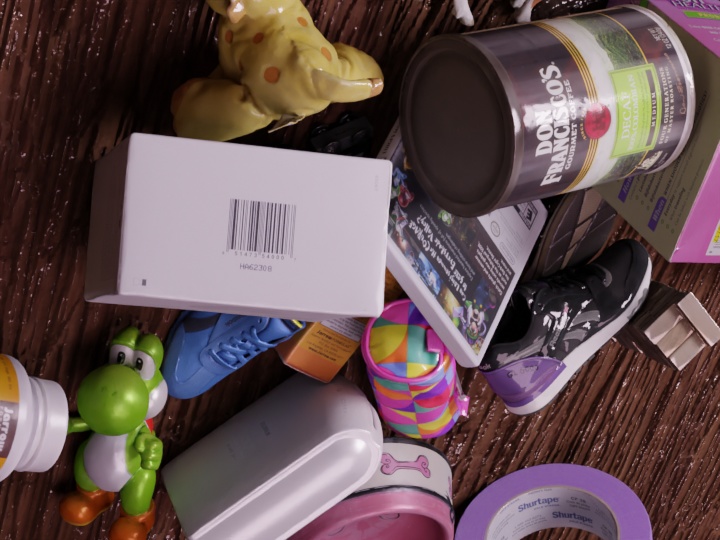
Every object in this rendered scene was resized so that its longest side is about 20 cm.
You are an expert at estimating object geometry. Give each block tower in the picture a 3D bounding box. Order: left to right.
[{"bbox_3d":[0.267,0.044,1.748,0.058,0.200,0.054,-43,104,-6],"label":"block tower"}]

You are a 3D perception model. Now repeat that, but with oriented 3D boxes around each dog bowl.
[{"bbox_3d":[0.002,0.247,1.787,0.199,0.074,0.201,-11,142,-9],"label":"dog bowl"}]

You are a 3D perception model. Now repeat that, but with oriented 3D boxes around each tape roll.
[{"bbox_3d":[0.197,0.290,1.880,0.199,0.200,0.066,-25,132,-12],"label":"tape roll"}]

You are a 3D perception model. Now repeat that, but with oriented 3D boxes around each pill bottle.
[{"bbox_3d":[-0.343,0.114,1.506,0.199,0.109,0.110,12,116,-35],"label":"pill bottle"}]

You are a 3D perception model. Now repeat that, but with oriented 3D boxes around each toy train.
[{"bbox_3d":[-0.079,-0.078,1.570,0.199,0.034,0.046,-23,142,-14],"label":"toy train"}]

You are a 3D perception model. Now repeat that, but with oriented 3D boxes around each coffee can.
[{"bbox_3d":[0.153,-0.134,1.522,0.199,0.146,0.147,-15,130,-34],"label":"coffee can"}]

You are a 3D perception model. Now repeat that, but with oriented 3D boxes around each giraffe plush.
[{"bbox_3d":[-0.079,-0.193,1.419,0.172,0.200,0.163,-18,98,-5],"label":"giraffe plush"}]

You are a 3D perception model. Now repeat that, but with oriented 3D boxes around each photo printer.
[{"bbox_3d":[-0.075,0.173,1.667,0.200,0.166,0.070,-35,113,-2],"label":"photo printer"}]

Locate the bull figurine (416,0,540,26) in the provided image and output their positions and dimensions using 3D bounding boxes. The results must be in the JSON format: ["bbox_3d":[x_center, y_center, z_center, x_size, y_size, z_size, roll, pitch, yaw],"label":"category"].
[{"bbox_3d":[0.132,-0.263,1.530,0.199,0.065,0.122,3,123,-32],"label":"bull figurine"}]

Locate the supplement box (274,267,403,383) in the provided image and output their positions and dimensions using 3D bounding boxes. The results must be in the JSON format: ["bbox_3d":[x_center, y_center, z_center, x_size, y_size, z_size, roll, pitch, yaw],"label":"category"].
[{"bbox_3d":[0.000,0.000,1.647,0.069,0.067,0.200,26,108,-40],"label":"supplement box"}]

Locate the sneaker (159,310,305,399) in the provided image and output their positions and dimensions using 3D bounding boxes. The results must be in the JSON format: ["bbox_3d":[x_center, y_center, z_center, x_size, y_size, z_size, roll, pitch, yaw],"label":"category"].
[{"bbox_3d":[-0.099,0.046,1.618,0.200,0.079,0.066,-47,134,11],"label":"sneaker"}]

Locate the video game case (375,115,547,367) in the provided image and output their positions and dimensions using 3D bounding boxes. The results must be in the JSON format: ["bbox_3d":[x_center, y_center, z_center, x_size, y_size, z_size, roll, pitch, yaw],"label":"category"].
[{"bbox_3d":[0.079,-0.049,1.595,0.200,0.023,0.182,53,50,-34],"label":"video game case"}]

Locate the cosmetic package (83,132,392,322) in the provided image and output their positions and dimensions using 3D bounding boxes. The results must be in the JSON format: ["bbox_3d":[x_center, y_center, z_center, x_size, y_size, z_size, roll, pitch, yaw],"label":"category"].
[{"bbox_3d":[-0.100,-0.029,1.435,0.198,0.200,0.124,5,85,-16],"label":"cosmetic package"}]

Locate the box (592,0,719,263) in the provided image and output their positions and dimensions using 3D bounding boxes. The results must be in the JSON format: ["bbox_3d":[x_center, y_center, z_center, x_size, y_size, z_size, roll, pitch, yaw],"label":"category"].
[{"bbox_3d":[0.282,-0.132,1.619,0.096,0.200,0.176,0,122,-31],"label":"box"}]

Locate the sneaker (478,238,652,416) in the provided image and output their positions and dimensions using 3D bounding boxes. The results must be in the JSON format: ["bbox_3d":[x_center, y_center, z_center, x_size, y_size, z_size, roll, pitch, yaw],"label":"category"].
[{"bbox_3d":[0.185,0.033,1.690,0.200,0.076,0.088,-49,119,-16],"label":"sneaker"}]

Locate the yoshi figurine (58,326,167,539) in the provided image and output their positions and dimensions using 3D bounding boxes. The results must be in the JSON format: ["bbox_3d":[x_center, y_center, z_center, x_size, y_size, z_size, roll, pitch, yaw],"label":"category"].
[{"bbox_3d":[-0.217,0.147,1.607,0.112,0.112,0.201,-1,120,-21],"label":"yoshi figurine"}]

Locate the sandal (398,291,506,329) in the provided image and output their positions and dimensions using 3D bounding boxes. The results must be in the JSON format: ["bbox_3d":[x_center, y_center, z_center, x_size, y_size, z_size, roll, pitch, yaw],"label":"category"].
[{"bbox_3d":[0.105,0.030,1.728,0.200,0.054,0.080,33,148,-33],"label":"sandal"}]

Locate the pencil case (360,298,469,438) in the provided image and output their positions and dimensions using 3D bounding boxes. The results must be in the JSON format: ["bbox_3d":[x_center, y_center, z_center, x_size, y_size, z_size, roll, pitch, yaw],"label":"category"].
[{"bbox_3d":[0.051,0.092,1.687,0.088,0.089,0.200,-33,160,-4],"label":"pencil case"}]

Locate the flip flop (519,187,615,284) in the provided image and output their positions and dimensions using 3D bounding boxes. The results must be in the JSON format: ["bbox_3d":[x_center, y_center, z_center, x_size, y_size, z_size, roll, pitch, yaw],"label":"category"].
[{"bbox_3d":[0.179,-0.016,1.749,0.081,0.058,0.200,-18,146,-31],"label":"flip flop"}]
